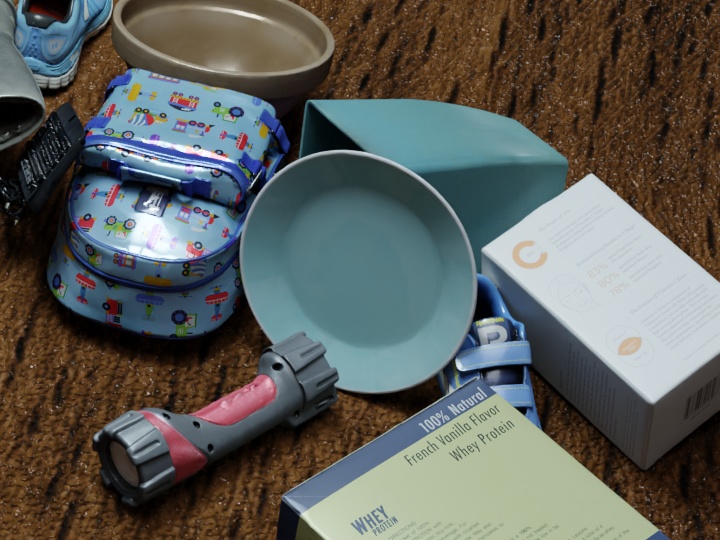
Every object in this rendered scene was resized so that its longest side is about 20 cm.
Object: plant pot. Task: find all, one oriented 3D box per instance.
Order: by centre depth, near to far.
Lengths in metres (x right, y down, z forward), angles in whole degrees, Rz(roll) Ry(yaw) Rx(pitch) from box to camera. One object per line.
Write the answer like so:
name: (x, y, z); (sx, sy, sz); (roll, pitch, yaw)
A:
plant pot: (0.064, -0.060, 1.711); (0.198, 0.143, 0.141); (-9, 32, -30)
plant pot: (-0.127, -0.178, 1.834); (0.199, 0.094, 0.201); (8, 29, -4)

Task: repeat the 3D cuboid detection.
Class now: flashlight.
flashlight: (-0.108, 0.107, 1.554); (0.199, 0.068, 0.068); (-30, 52, -35)

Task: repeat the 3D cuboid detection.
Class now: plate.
plate: (0.000, 0.000, 1.603); (0.198, 0.202, 0.026); (21, 25, 12)

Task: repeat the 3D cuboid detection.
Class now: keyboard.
keyboard: (-0.271, -0.091, 1.675); (0.039, 0.105, 0.200); (33, 3, -16)

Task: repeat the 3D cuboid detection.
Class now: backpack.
backpack: (-0.162, -0.047, 1.665); (0.181, 0.135, 0.201); (17, 44, 8)

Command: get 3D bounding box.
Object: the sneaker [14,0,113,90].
sneaker: (-0.275, -0.257, 1.906); (0.077, 0.091, 0.201); (9, 41, -1)

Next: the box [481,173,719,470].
box: (0.206, 0.039, 1.647); (0.124, 0.098, 0.200); (-33, 58, -21)

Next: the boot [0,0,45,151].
boot: (-0.365, -0.163, 1.767); (0.180, 0.073, 0.201); (-20, 45, 2)

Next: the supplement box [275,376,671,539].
supplement box: (0.072, 0.217, 1.415); (0.199, 0.135, 0.199); (-28, 54, -35)

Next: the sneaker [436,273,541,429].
sneaker: (0.101, 0.088, 1.606); (0.073, 0.083, 0.201); (-3, 45, -17)
